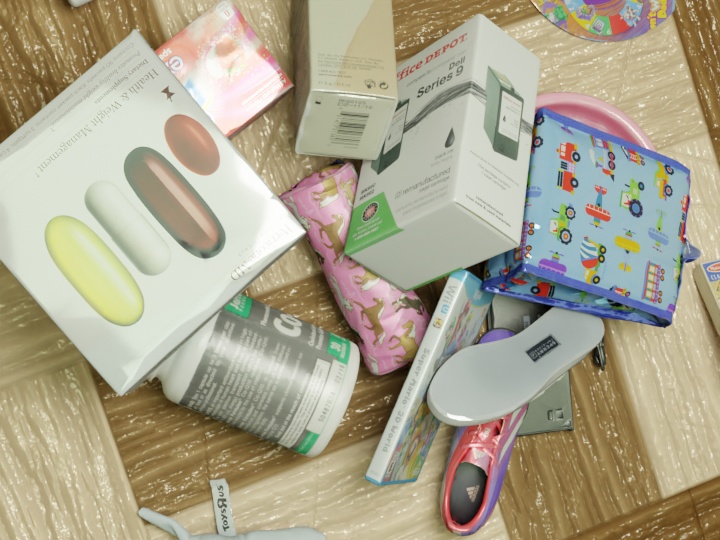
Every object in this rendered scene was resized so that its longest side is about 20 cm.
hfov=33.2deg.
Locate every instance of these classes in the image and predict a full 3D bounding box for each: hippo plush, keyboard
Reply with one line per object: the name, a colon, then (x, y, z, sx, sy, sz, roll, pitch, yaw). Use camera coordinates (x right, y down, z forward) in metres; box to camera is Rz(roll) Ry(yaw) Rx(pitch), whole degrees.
hippo plush: (-0.090, 0.292, 1.074, 0.158, 0.161, 0.202, -20, 95, -9)
keyboard: (0.188, 0.060, 1.196, 0.126, 0.021, 0.202, -5, 93, -5)

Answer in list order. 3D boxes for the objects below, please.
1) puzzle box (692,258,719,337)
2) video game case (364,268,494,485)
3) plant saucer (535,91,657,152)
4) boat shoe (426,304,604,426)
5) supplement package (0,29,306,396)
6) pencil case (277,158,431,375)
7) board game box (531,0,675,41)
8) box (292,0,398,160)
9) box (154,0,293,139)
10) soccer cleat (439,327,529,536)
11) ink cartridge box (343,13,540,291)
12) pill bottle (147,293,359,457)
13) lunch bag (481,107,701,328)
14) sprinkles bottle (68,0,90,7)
puzzle box: (0.450, 0.034, 1.211, 0.198, 0.025, 0.134, -12, 63, -10)
video game case: (0.068, 0.101, 1.112, 0.018, 0.143, 0.202, 22, 89, 18)
plant saucer: (0.196, -0.070, 1.165, 0.198, 0.051, 0.203, 2, 80, -9)
boat shoe: (0.140, 0.097, 1.105, 0.199, 0.066, 0.074, -21, 64, -27)
supplement package: (-0.179, -0.040, 0.957, 0.191, 0.147, 0.200, -42, 92, -6)
pencil case: (0.000, 0.000, 1.122, 0.082, 0.087, 0.201, -26, 97, 24)
board game box: (0.251, -0.330, 1.190, 0.156, 0.039, 0.202, 6, 90, -11)
box: (-0.017, -0.208, 1.072, 0.077, 0.095, 0.202, 4, 61, -11)
box: (-0.169, -0.139, 1.086, 0.199, 0.095, 0.103, -38, 97, -8)
soccer cleat: (0.119, 0.155, 1.149, 0.068, 0.073, 0.202, 14, 90, 9)
ink cartridge box: (0.073, -0.102, 1.064, 0.084, 0.145, 0.202, 30, 55, -30)
pill bottle: (-0.110, 0.082, 1.092, 0.198, 0.113, 0.114, 23, 87, -11)
lunch bag: (0.225, -0.040, 1.102, 0.198, 0.094, 0.152, 14, 75, -16)
sprinkles bottle: (-0.187, -0.311, 1.093, 0.199, 0.068, 0.069, -28, 96, -9)
